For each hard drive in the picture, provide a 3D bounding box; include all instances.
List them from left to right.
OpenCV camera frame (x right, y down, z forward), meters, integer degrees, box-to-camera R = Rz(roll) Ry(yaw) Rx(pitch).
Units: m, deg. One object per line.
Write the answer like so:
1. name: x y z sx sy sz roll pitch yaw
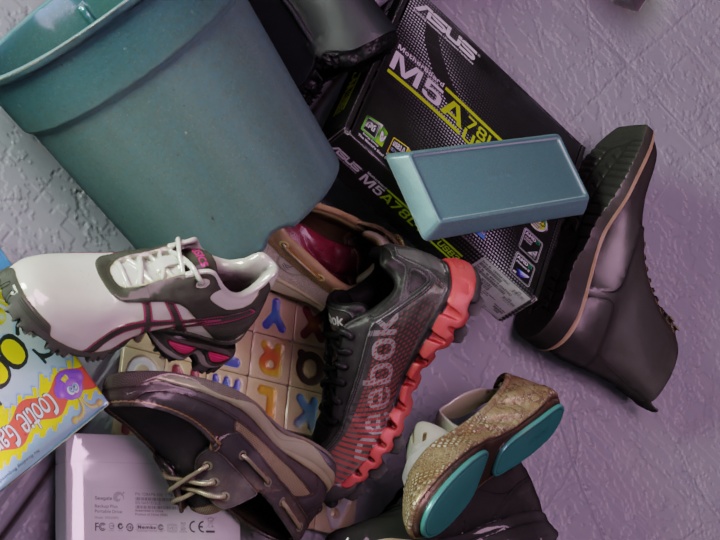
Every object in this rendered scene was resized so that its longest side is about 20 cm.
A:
1. hard drive: -0.142 0.213 1.497 0.132 0.027 0.200 5 77 -32

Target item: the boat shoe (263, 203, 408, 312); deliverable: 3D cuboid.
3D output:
1. boat shoe: 0.000 0.000 1.619 0.200 0.066 0.074 19 59 -28

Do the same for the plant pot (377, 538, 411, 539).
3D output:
1. plant pot: 0.038 0.290 1.501 0.200 0.200 0.177 11 57 -36

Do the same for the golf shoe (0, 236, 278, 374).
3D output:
1. golf shoe: -0.142 0.008 1.407 0.200 0.088 0.077 7 45 -48

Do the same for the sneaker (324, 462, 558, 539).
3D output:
1. sneaker: 0.050 0.179 1.616 0.200 0.076 0.091 -4 70 -40

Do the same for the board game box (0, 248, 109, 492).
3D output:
1. board game box: -0.272 0.040 1.415 0.103 0.105 0.200 -39 100 -34

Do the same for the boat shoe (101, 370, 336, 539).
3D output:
1. boat shoe: -0.093 0.127 1.476 0.200 0.074 0.073 32 60 -37

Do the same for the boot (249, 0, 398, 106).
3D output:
1. boot: -0.019 -0.230 1.596 0.168 0.200 0.076 55 14 8

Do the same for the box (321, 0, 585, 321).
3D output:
1. box: 0.071 -0.090 1.674 0.200 0.047 0.193 42 43 -16

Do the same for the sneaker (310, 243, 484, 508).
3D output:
1. sneaker: 0.001 0.068 1.567 0.098 0.071 0.201 28 93 -25

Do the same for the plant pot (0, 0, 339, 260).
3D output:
1. plant pot: -0.126 -0.108 1.505 0.200 0.200 0.196 -47 111 -32

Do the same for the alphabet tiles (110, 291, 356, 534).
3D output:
1. alphabet tiles: -0.082 0.092 1.583 0.200 0.008 0.168 16 70 -29

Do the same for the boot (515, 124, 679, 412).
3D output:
1. boot: 0.215 -0.001 1.766 0.138 0.077 0.200 34 75 -26

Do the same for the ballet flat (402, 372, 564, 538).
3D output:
1. ballet flat: 0.071 0.128 1.585 0.065 0.071 0.200 32 33 21

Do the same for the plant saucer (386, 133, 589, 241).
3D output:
1. plant saucer: 0.100 -0.066 1.637 0.200 0.019 0.070 -10 72 -50
